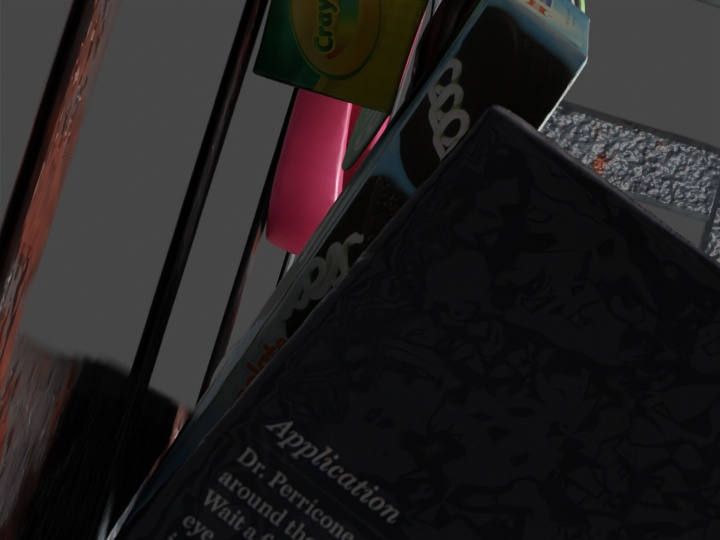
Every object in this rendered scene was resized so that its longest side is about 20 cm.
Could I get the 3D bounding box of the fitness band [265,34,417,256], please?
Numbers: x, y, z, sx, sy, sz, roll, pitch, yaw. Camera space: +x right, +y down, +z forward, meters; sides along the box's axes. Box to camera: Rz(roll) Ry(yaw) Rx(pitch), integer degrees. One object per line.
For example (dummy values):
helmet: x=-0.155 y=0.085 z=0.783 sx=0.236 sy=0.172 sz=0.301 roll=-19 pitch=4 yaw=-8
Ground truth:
fitness band: x=0.003 y=-0.091 z=0.964 sx=0.201 sy=0.037 sz=0.144 roll=-69 pitch=179 yaw=-51

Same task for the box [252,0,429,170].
box: x=0.016 y=-0.138 z=0.692 sx=0.118 sy=0.048 sz=0.201 roll=-70 pitch=175 yaw=-57

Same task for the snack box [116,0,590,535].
snack box: x=0.000 y=0.000 z=0.733 sx=0.201 sy=0.037 sz=0.116 roll=-55 pitch=-178 yaw=12

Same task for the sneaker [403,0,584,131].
sneaker: x=0.035 y=-0.043 z=0.956 sx=0.084 sy=0.076 sz=0.202 roll=44 pitch=59 yaw=-76

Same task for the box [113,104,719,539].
box: x=0.007 y=0.101 z=0.605 sx=0.200 sy=0.117 sz=0.197 roll=-48 pitch=168 yaw=-24

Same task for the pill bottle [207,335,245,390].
pill bottle: x=-0.020 y=0.121 z=0.937 sx=0.112 sy=0.111 sz=0.201 roll=-71 pitch=177 yaw=-49
